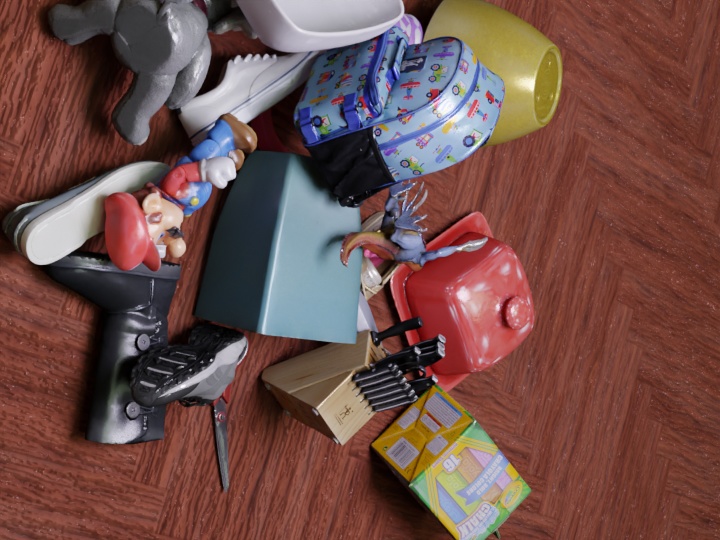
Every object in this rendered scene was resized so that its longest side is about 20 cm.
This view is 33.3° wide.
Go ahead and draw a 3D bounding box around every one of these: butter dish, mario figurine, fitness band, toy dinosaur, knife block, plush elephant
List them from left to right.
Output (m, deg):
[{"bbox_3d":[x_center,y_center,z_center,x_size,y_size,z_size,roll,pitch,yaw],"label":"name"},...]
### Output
[{"bbox_3d":[-0.200,-0.265,1.270,0.165,0.199,0.155,52,32,-5],"label":"plush elephant"},{"bbox_3d":[-0.182,-0.066,1.265,0.200,0.105,0.124,-48,149,-27],"label":"mario figurine"},{"bbox_3d":[-0.048,-0.183,1.477,0.198,0.037,0.146,13,88,-39],"label":"fitness band"},{"bbox_3d":[-0.001,0.113,1.422,0.175,0.199,0.064,-43,119,-19],"label":"knife block"},{"bbox_3d":[0.043,-0.041,1.424,0.198,0.182,0.106,-23,65,-15],"label":"toy dinosaur"},{"bbox_3d":[0.163,0.049,1.600,0.199,0.147,0.201,-34,114,-32],"label":"butter dish"}]

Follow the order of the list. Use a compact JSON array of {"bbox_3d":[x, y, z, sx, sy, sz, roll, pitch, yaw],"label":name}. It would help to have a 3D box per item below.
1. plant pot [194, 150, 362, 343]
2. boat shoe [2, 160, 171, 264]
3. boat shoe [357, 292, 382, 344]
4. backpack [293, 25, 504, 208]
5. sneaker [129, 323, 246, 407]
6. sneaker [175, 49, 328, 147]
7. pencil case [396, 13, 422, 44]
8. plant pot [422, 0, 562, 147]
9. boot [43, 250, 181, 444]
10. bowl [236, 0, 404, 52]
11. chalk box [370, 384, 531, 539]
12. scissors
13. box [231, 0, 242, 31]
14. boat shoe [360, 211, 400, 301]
[{"bbox_3d":[-0.084,-0.031,1.386,0.140,0.141,0.203,9,90,-40],"label":"plant pot"},{"bbox_3d":[-0.285,-0.072,1.266,0.199,0.061,0.074,-33,136,-39],"label":"boat shoe"},{"bbox_3d":[-0.003,0.106,1.489,0.065,0.074,0.201,-16,129,3],"label":"boat shoe"},{"bbox_3d":[0.049,-0.181,1.304,0.135,0.198,0.184,56,37,-31],"label":"backpack"},{"bbox_3d":[-0.183,0.119,1.313,0.200,0.073,0.080,-26,126,-67],"label":"sneaker"},{"bbox_3d":[-0.121,-0.216,1.368,0.199,0.073,0.071,-38,100,-19],"label":"sneaker"},{"bbox_3d":[-0.012,-0.304,1.466,0.199,0.084,0.086,15,49,-42],"label":"pencil case"},{"bbox_3d":[0.176,-0.245,1.543,0.200,0.140,0.203,-36,132,-53],"label":"plant pot"},{"bbox_3d":[-0.276,0.086,1.297,0.163,0.065,0.203,7,94,-38],"label":"boot"},{"bbox_3d":[-0.067,-0.311,1.261,0.199,0.075,0.201,-21,76,-46],"label":"bowl"},{"bbox_3d":[0.132,0.274,1.592,0.124,0.124,0.200,-43,121,-6],"label":"chalk box"},{"bbox_3d":[-0.172,0.160,1.420,0.073,0.014,0.203,9,90,-42],"label":"scissors"},{"bbox_3d":[-0.156,-0.368,1.330,0.200,0.094,0.078,50,62,-32],"label":"box"},{"bbox_3d":[0.000,0.000,1.509,0.200,0.069,0.074,-51,122,-25],"label":"boat shoe"}]
